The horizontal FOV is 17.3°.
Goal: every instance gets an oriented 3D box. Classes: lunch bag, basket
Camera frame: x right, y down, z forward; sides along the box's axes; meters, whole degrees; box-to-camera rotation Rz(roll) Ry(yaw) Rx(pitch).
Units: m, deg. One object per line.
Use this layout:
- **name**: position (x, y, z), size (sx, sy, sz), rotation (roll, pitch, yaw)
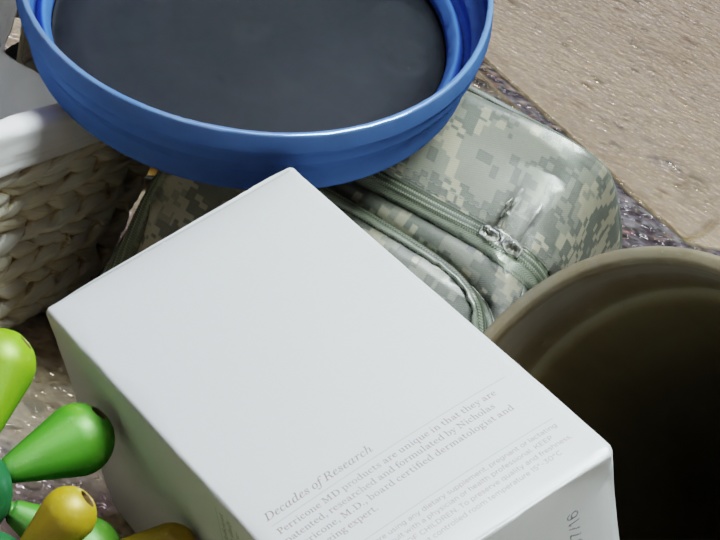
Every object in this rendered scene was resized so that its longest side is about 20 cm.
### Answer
- **lunch bag**: position (0.000, 0.000, 1.047), size (0.200, 0.168, 0.139), rotation (30, -12, 17)
- **basket**: position (-0.187, -0.050, 1.016), size (0.135, 0.124, 0.200), rotation (30, 24, 16)

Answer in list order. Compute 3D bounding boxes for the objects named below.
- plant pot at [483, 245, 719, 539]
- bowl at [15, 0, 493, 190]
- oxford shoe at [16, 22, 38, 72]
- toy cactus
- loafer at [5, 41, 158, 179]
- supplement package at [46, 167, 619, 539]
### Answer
- **plant pot**: position (0.146, 0.109, 0.940), size (0.173, 0.200, 0.200), rotation (24, 16, -48)
- **bowl**: position (-0.045, -0.110, 0.989), size (0.200, 0.039, 0.201), rotation (5, 45, -5)
- **oxford shoe**: position (-0.131, -0.124, 1.164), size (0.075, 0.058, 0.200), rotation (7, 37, -20)
- **toy cactus**: position (-0.159, 0.089, 0.821), size (0.165, 0.103, 0.200), rotation (-24, 51, -35)
- **loafer**: position (-0.091, -0.071, 1.221), size (0.199, 0.073, 0.072), rotation (-1, 36, -26)
- **supplement package**: position (-0.008, 0.076, 0.861), size (0.117, 0.117, 0.200), rotation (-32, 47, -18)
